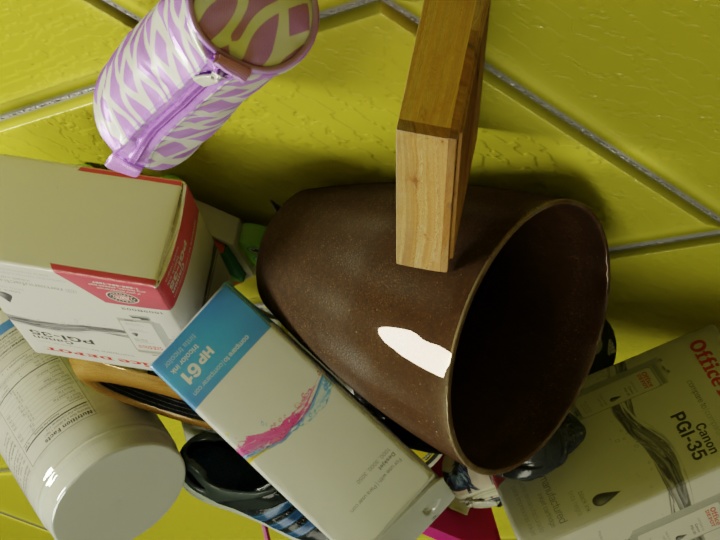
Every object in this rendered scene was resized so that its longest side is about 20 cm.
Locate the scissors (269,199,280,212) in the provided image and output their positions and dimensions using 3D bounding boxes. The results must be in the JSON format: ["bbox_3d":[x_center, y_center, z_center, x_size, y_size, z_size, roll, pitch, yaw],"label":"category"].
[{"bbox_3d":[0.000,0.000,1.460,0.014,0.073,0.200,5,137,50],"label":"scissors"}]

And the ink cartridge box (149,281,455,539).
[{"bbox_3d":[-0.036,0.114,1.345,0.200,0.085,0.145,41,176,14],"label":"ink cartridge box"}]

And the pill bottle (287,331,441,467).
[{"bbox_3d":[0.005,0.096,1.590,0.112,0.113,0.200,6,159,18],"label":"pill bottle"}]

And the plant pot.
[{"bbox_3d":[0.033,0.015,1.292,0.200,0.187,0.187,20,167,33],"label":"plant pot"}]

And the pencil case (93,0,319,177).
[{"bbox_3d":[-0.092,-0.118,1.107,0.084,0.086,0.200,18,161,-18],"label":"pencil case"}]

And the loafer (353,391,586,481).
[{"bbox_3d":[0.074,0.100,1.395,0.070,0.068,0.200,-15,-156,-41],"label":"loafer"}]

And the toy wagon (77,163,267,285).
[{"bbox_3d":[-0.137,-0.025,1.456,0.200,0.040,0.155,8,160,15],"label":"toy wagon"}]

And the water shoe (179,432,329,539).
[{"bbox_3d":[-0.061,0.190,1.650,0.200,0.072,0.079,13,162,-1],"label":"water shoe"}]

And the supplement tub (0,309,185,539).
[{"bbox_3d":[-0.251,0.129,1.660,0.200,0.132,0.132,50,-176,35],"label":"supplement tub"}]

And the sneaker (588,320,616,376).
[{"bbox_3d":[0.084,0.053,1.477,0.200,0.076,0.115,18,158,-20],"label":"sneaker"}]

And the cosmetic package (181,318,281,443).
[{"bbox_3d":[-0.113,0.114,1.731,0.071,0.102,0.200,12,161,3],"label":"cosmetic package"}]

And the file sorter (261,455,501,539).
[{"bbox_3d":[0.012,0.223,1.826,0.200,0.139,0.125,28,122,-35],"label":"file sorter"}]

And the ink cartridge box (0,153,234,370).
[{"bbox_3d":[-0.181,0.001,1.374,0.146,0.083,0.200,8,159,10],"label":"ink cartridge box"}]

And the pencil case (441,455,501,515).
[{"bbox_3d":[0.145,0.165,1.728,0.078,0.090,0.200,19,159,-17],"label":"pencil case"}]

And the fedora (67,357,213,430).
[{"bbox_3d":[-0.132,0.075,1.537,0.200,0.082,0.201,16,167,4],"label":"fedora"}]

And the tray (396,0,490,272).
[{"bbox_3d":[0.046,-0.080,1.101,0.037,0.099,0.200,10,160,6],"label":"tray"}]

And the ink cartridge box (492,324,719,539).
[{"bbox_3d":[0.201,0.142,1.400,0.200,0.147,0.083,-24,127,2],"label":"ink cartridge box"}]
